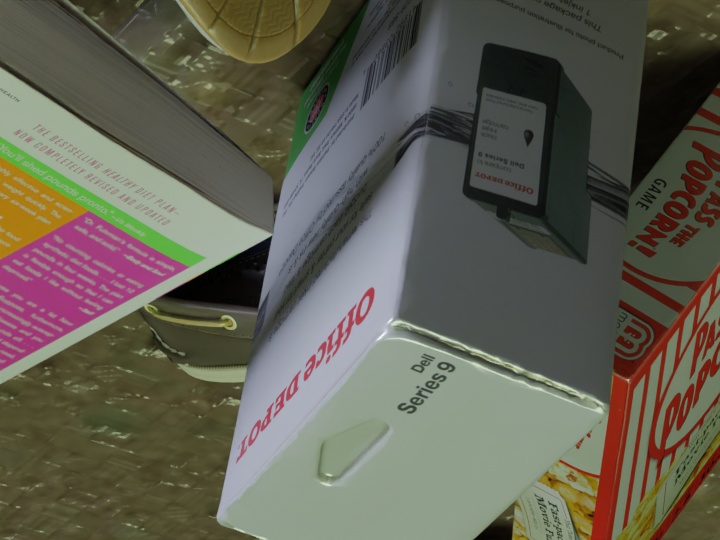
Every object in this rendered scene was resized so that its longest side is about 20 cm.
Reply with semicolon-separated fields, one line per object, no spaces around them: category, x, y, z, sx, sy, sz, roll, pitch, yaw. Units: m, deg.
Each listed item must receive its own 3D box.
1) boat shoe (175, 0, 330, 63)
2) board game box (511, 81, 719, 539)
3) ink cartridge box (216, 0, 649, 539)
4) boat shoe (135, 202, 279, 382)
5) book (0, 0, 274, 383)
boat shoe;-0.083;-0.150;0.875;0.069;0.071;0.200;29;156;52
board game box;0.120;0.031;1.078;0.046;0.152;0.200;31;153;19
ink cartridge box;0.027;-0.010;0.958;0.084;0.201;0.146;22;142;-15
boat shoe;0.000;0.000;1.104;0.199;0.072;0.060;-8;149;23
book;-0.145;-0.010;0.912;0.199;0.048;0.133;-27;135;29
